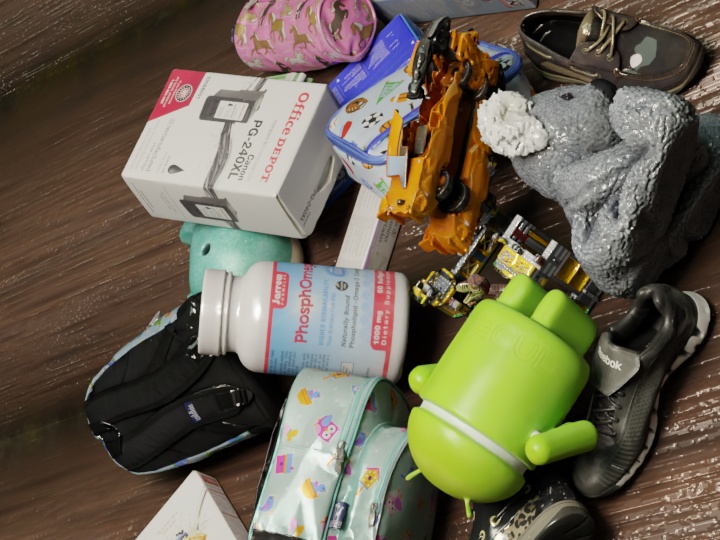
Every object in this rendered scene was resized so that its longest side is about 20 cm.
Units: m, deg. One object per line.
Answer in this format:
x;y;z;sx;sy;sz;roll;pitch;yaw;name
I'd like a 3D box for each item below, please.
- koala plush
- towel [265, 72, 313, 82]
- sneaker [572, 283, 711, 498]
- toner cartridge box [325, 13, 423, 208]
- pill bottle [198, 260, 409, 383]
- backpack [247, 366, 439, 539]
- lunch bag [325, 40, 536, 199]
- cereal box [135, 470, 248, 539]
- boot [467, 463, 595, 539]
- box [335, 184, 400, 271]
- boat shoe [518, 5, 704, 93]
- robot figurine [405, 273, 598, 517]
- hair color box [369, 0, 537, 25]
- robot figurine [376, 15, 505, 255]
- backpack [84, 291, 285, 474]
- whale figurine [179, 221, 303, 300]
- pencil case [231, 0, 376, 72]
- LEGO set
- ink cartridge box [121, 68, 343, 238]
0.205;-0.095;1.395;0.199;0.176;0.185;35;106;34;koala plush
-0.147;-0.155;1.783;0.199;0.023;0.154;2;61;51;towel
0.224;0.096;1.350;0.066;0.090;0.202;27;89;44;sneaker
0.003;-0.170;1.690;0.200;0.043;0.095;-43;49;17;toner cartridge box
-0.055;0.048;1.522;0.197;0.109;0.110;5;67;-4;pill bottle
-0.010;0.193;1.449;0.151;0.176;0.203;-1;68;21;backpack
0.074;-0.153;1.544;0.199;0.076;0.160;-36;28;-11;lunch bag
-0.163;0.324;1.605;0.144;0.039;0.200;-50;48;11;cereal box
0.111;0.228;1.405;0.204;0.073;0.155;-47;39;24;boot
0.000;0.000;1.617;0.041;0.039;0.202;7;76;40;box
0.230;-0.209;1.496;0.198;0.073;0.075;10;77;42;boat shoe
0.116;0.107;1.332;0.175;0.116;0.201;26;81;45;robot figurine
0.099;-0.324;1.668;0.198;0.060;0.100;0;71;41;hair color box
0.074;-0.125;1.414;0.058;0.145;0.202;-3;66;37;robot figurine
-0.192;0.130;1.647;0.199;0.154;0.164;-34;95;14;backpack
-0.148;-0.023;1.707;0.160;0.103;0.200;-51;45;10;whale figurine
-0.063;-0.266;1.732;0.199;0.086;0.084;5;72;55;pencil case
0.123;0.004;1.457;0.154;0.115;0.200;-49;47;11;LEGO set
-0.126;-0.124;1.643;0.198;0.084;0.146;8;62;29;ink cartridge box
